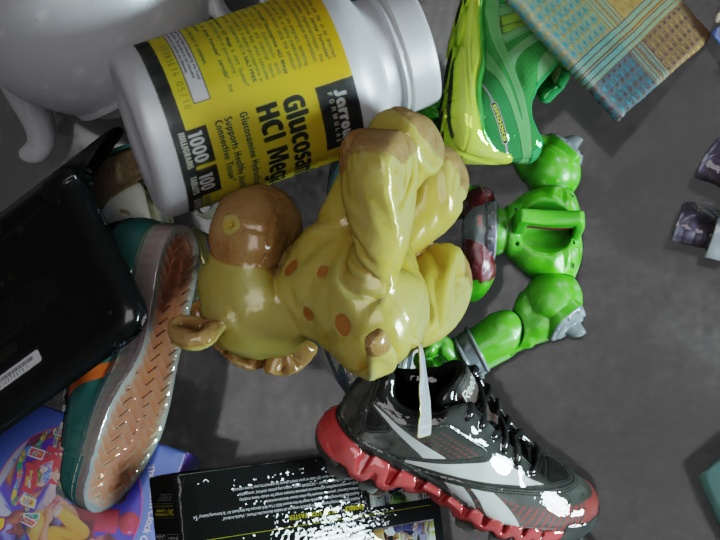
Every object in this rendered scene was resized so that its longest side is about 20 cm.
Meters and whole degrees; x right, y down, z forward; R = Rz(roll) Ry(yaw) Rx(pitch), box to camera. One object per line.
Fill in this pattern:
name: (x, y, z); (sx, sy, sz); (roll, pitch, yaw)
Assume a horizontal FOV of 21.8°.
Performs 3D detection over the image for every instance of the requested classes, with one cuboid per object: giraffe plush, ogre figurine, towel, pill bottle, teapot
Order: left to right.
teapot: (-0.166, -0.174, 1.291); (0.197, 0.200, 0.147); (-43, 110, -16)
pill bottle: (-0.053, -0.117, 1.213); (0.198, 0.112, 0.113); (-20, 85, -10)
giraffe plush: (-0.030, 0.002, 1.178); (0.160, 0.172, 0.202); (0, 75, 22)
ogre figurine: (0.095, -0.020, 1.278); (0.118, 0.098, 0.202); (-1, 56, 8)
towel: (0.140, -0.204, 1.274); (0.200, 0.146, 0.022); (49, 136, 2)

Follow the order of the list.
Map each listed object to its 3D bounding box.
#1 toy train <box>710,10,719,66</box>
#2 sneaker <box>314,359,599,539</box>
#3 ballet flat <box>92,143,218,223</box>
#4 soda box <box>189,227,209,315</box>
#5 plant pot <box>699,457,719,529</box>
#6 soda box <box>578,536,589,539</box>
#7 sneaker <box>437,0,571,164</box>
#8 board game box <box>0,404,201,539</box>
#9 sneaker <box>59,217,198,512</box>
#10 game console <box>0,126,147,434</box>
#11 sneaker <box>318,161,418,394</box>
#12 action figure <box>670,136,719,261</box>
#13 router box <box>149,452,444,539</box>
toy train: (0.305, -0.106, 1.295); (0.046, 0.034, 0.201); (-37, 84, 16)
sneaker: (0.074, 0.115, 1.225); (0.199, 0.071, 0.099); (22, 117, -7)
ballet flat: (-0.126, -0.064, 1.308); (0.198, 0.068, 0.073); (-23, 67, 15)
soda box: (-0.188, 0.038, 1.327); (0.198, 0.068, 0.065); (-22, 84, 5)
plant pot: (0.318, 0.188, 1.226); (0.141, 0.141, 0.201); (-39, 77, 3)
soda box: (0.102, 0.273, 1.280); (0.064, 0.068, 0.200); (44, 93, 6)
sneaker: (0.104, -0.152, 1.282); (0.083, 0.074, 0.202); (15, 62, -7)
board game box: (-0.205, 0.202, 1.268); (0.133, 0.045, 0.202); (17, 81, 11)
sneaker: (-0.171, 0.061, 1.250); (0.079, 0.071, 0.202); (6, 70, 27)
game console: (-0.224, 0.018, 1.251); (0.199, 0.116, 0.177); (-35, 71, 18)
sneaker: (0.000, 0.000, 1.290); (0.077, 0.086, 0.202); (-2, 97, 5)
action figure: (0.314, -0.016, 1.258); (0.199, 0.069, 0.131); (29, 111, 17)
router box: (-0.036, 0.200, 1.257); (0.198, 0.051, 0.151); (-4, 85, -30)
